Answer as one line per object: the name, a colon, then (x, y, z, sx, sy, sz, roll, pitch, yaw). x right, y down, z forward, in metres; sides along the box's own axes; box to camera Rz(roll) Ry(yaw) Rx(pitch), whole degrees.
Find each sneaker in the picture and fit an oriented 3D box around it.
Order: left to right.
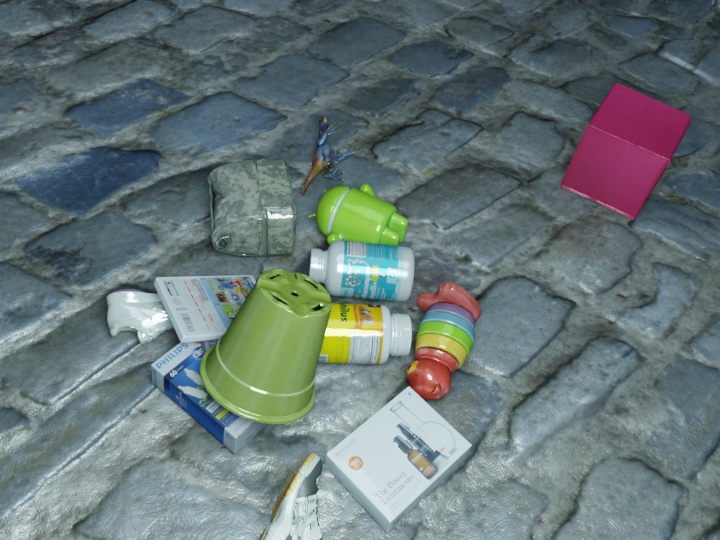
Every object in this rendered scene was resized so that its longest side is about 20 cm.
sneaker: (-0.361, 0.087, 1.283, 0.200, 0.075, 0.100, 2, 75, -12)
sneaker: (-0.093, 0.383, 1.078, 0.088, 0.076, 0.200, 29, 54, -5)

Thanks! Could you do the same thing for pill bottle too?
pill bottle: (-0.012, 0.115, 1.277, 0.200, 0.109, 0.109, 2, 50, -8)
pill bottle: (0.000, 0.000, 1.374, 0.200, 0.111, 0.111, 5, 50, -4)

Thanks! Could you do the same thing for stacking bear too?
stacking bear: (0.144, 0.142, 1.285, 0.114, 0.121, 0.200, 33, 59, -16)

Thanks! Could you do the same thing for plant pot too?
plant pot: (-0.133, 0.105, 1.122, 0.200, 0.190, 0.200, 20, 26, -10)

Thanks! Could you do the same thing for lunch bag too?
lunch bag: (-0.224, -0.128, 1.425, 0.168, 0.139, 0.200, -2, 50, -12)

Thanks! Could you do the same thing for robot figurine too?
robot figurine: (-0.004, -0.104, 1.456, 0.200, 0.116, 0.176, 23, 59, 10)

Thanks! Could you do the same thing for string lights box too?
string lights box: (-0.249, 0.205, 1.194, 0.200, 0.059, 0.103, 35, 51, 18)

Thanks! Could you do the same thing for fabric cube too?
fabric cube: (0.624, -0.280, 1.654, 0.200, 0.196, 0.199, 29, 52, 14)

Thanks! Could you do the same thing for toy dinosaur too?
toy dinosaur: (-0.090, -0.283, 1.616, 0.200, 0.105, 0.181, -26, 38, -13)

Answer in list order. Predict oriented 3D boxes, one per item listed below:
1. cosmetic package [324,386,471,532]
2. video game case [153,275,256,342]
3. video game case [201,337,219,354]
cosmetic package: (0.063, 0.308, 1.169, 0.200, 0.052, 0.151, -34, 60, -31)
video game case: (-0.254, 0.065, 1.263, 0.200, 0.018, 0.143, -1, 44, -41)
video game case: (-0.200, 0.149, 1.216, 0.143, 0.019, 0.200, 9, 32, -28)
